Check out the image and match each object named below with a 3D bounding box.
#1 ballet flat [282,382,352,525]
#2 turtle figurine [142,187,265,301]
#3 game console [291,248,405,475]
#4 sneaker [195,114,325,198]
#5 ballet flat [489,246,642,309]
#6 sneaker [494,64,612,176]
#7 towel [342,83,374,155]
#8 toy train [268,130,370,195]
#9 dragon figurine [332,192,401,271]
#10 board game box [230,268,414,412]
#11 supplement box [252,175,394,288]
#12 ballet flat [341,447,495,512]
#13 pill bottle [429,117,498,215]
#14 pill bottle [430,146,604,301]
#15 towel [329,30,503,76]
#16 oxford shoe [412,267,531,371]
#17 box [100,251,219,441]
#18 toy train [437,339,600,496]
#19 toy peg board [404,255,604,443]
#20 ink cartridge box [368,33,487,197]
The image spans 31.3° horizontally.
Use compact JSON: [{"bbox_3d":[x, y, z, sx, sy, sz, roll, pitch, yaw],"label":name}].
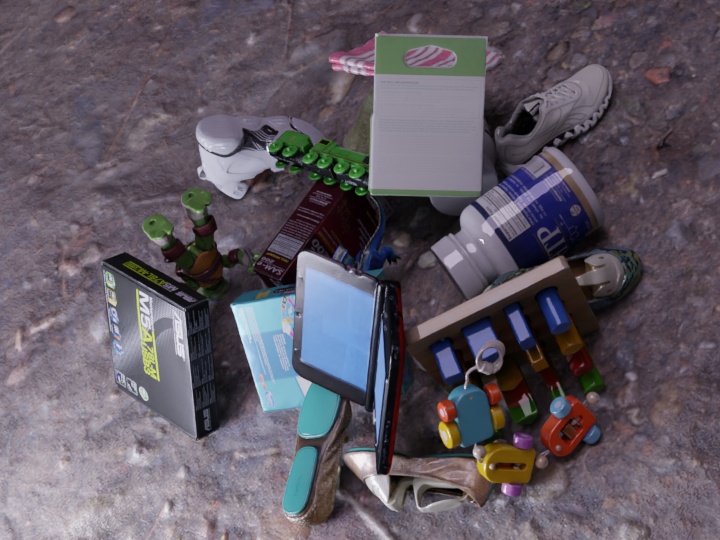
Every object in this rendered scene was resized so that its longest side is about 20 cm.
[{"bbox_3d":[-0.045,0.216,1.564,0.070,0.065,0.202,-2,62,39],"label":"ballet flat"},{"bbox_3d":[-0.204,0.001,1.739,0.143,0.195,0.201,-12,46,10],"label":"turtle figurine"},{"bbox_3d":[-0.018,0.105,1.446,0.117,0.201,0.173,2,40,-3],"label":"game console"},{"bbox_3d":[-0.151,-0.170,1.931,0.198,0.115,0.076,4,49,-10],"label":"sneaker"},{"bbox_3d":[0.251,0.016,1.511,0.198,0.075,0.074,-16,45,-12],"label":"ballet flat"},{"bbox_3d":[0.259,-0.212,1.722,0.200,0.081,0.075,-44,44,-10],"label":"sneaker"},{"bbox_3d":[0.046,-0.194,1.727,0.200,0.036,0.149,39,107,57],"label":"towel"},{"bbox_3d":[-0.046,-0.148,1.725,0.199,0.042,0.056,21,55,41],"label":"toy train"},{"bbox_3d":[0.000,0.000,1.662,0.058,0.099,0.202,11,96,33],"label":"dragon figurine"},{"bbox_3d":[-0.047,0.090,1.611,0.198,0.152,0.047,-10,16,23],"label":"board game box"},{"bbox_3d":[-0.048,-0.042,1.742,0.061,0.109,0.201,21,68,40],"label":"supplement box"},{"bbox_3d":[0.061,0.244,1.486,0.198,0.068,0.068,-3,61,30],"label":"ballet flat"},{"bbox_3d":[0.120,-0.177,1.748,0.115,0.116,0.201,-23,46,12],"label":"pill bottle"},{"bbox_3d":[0.193,-0.050,1.603,0.199,0.120,0.120,-36,46,0],"label":"pill bottle"},{"bbox_3d":[0.076,-0.286,1.738,0.199,0.030,0.146,13,27,27],"label":"towel"},{"bbox_3d":[0.153,0.068,1.556,0.199,0.075,0.058,-32,19,6],"label":"oxford shoe"},{"bbox_3d":[-0.266,0.099,1.703,0.047,0.202,0.193,-22,34,-35],"label":"box"},{"bbox_3d":[0.167,0.159,1.419,0.151,0.200,0.056,-55,28,-2],"label":"toy train"},{"bbox_3d":[0.178,0.101,1.452,0.199,0.199,0.098,-27,62,8],"label":"toy peg board"},{"bbox_3d":[0.084,-0.194,1.610,0.144,0.202,0.048,1,11,-1],"label":"ink cartridge box"}]
